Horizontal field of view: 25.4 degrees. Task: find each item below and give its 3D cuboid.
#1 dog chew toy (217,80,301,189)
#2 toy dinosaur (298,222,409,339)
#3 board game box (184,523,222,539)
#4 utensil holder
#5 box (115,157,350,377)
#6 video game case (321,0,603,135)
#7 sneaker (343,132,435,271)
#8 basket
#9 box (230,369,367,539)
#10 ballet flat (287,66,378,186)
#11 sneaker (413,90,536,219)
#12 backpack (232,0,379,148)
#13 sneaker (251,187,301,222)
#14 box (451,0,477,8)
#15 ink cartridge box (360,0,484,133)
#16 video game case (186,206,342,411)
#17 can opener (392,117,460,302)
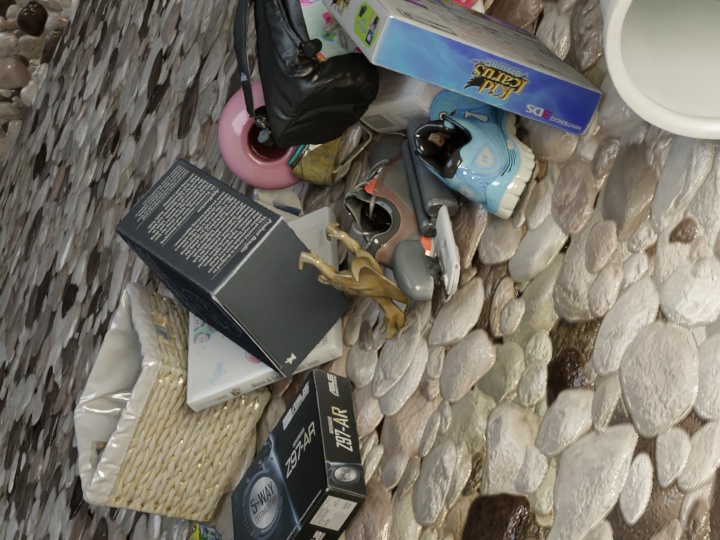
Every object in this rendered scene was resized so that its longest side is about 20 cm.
[{"bbox_3d":[-0.101,-0.165,1.861,0.200,0.123,0.126,-91,23,-78],"label":"dog chew toy"},{"bbox_3d":[0.000,0.000,1.446,0.058,0.101,0.200,-57,-21,-10],"label":"toy dinosaur"},{"bbox_3d":[-0.185,0.412,1.695,0.201,0.061,0.201,-57,28,33],"label":"board game box"},{"bbox_3d":[0.234,-0.216,1.052,0.170,0.169,0.201,-52,26,40],"label":"utensil holder"},{"bbox_3d":[-0.133,-0.005,1.644,0.107,0.149,0.199,-48,43,-11],"label":"box"},{"bbox_3d":[0.081,-0.188,1.339,0.046,0.198,0.182,-66,22,18],"label":"video game case"},{"bbox_3d":[0.024,-0.075,1.544,0.077,0.081,0.201,-58,26,30],"label":"sneaker"},{"bbox_3d":[-0.224,0.158,1.849,0.201,0.159,0.199,-63,24,18],"label":"basket"},{"bbox_3d":[-0.064,0.223,1.575,0.201,0.043,0.161,-57,27,33],"label":"box"},{"bbox_3d":[-0.007,-0.173,1.716,0.201,0.070,0.071,-57,26,26],"label":"ballet flat"},{"bbox_3d":[0.090,-0.122,1.412,0.079,0.089,0.200,-64,20,18],"label":"sneaker"},{"bbox_3d":[-0.049,-0.242,1.608,0.167,0.125,0.202,-42,54,55],"label":"backpack"},{"bbox_3d":[-0.130,0.005,1.869,0.115,0.080,0.201,-40,31,59],"label":"sneaker"},{"bbox_3d":[0.061,-0.316,1.566,0.103,0.094,0.201,-45,23,31],"label":"box"},{"bbox_3d":[0.083,-0.235,1.599,0.201,0.050,0.161,-59,20,-12],"label":"ink cartridge box"},{"bbox_3d":[-0.105,0.040,1.715,0.181,0.024,0.201,-22,46,19],"label":"video game case"},{"bbox_3d":[0.054,-0.057,1.461,0.054,0.066,0.201,103,161,-48],"label":"can opener"}]
